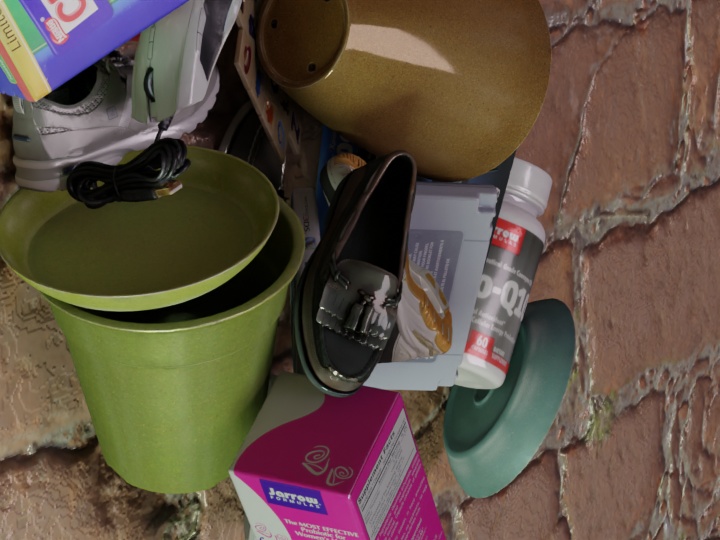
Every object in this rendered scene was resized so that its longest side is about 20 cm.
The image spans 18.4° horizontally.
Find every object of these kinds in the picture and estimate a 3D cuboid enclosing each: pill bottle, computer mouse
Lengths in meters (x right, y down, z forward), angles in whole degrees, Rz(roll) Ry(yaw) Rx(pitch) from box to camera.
[{"bbox_3d":[0.103,-0.002,2.019,0.114,0.114,0.200,33,70,-54],"label":"pill bottle"},{"bbox_3d":[-0.139,-0.139,1.551,0.044,0.110,0.200,31,66,-35],"label":"computer mouse"}]

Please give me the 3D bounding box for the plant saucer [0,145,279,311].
[{"bbox_3d":[-0.156,-0.026,1.562,0.200,0.200,0.031,-43,140,-43],"label":"plant saucer"}]

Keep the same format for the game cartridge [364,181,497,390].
[{"bbox_3d":[0.031,0.012,1.839,0.133,0.040,0.200,0,125,-17],"label":"game cartridge"}]

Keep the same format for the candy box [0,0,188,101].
[{"bbox_3d":[-0.192,-0.237,1.482,0.200,0.077,0.169,-36,115,-20],"label":"candy box"}]

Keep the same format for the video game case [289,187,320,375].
[{"bbox_3d":[-0.041,0.065,1.765,0.200,0.022,0.182,92,-6,-56],"label":"video game case"}]

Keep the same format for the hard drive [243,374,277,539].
[{"bbox_3d":[-0.072,0.157,1.775,0.200,0.027,0.132,-149,-113,-86],"label":"hard drive"}]

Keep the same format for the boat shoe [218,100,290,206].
[{"bbox_3d":[-0.086,-0.036,1.782,0.072,0.060,0.202,17,84,-56],"label":"boat shoe"}]

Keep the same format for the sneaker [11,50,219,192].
[{"bbox_3d":[-0.175,-0.129,1.615,0.200,0.075,0.082,-38,129,-45],"label":"sneaker"}]

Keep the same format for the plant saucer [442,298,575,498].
[{"bbox_3d":[0.129,0.111,2.054,0.036,0.200,0.200,25,74,-19],"label":"plant saucer"}]

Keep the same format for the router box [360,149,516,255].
[{"bbox_3d":[0.072,-0.109,1.918,0.150,0.062,0.200,33,69,-55],"label":"router box"}]

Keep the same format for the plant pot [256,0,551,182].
[{"bbox_3d":[0.019,-0.173,1.736,0.200,0.186,0.187,8,91,-52],"label":"plant pot"}]

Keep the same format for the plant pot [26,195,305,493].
[{"bbox_3d":[-0.137,0.056,1.641,0.200,0.200,0.190,-44,144,-42],"label":"plant pot"}]

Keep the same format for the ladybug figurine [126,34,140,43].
[{"bbox_3d":[-0.163,-0.232,1.611,0.200,0.072,0.136,1,97,-56],"label":"ladybug figurine"}]

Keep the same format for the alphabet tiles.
[{"bbox_3d":[-0.071,-0.188,1.744,0.200,0.006,0.167,67,24,-55],"label":"alphabet tiles"}]

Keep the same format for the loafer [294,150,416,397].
[{"bbox_3d":[0.001,-0.004,1.616,0.072,0.063,0.200,25,52,-19],"label":"loafer"}]

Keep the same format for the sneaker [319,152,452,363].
[{"bbox_3d":[0.000,0.000,1.757,0.076,0.088,0.200,-80,149,-54],"label":"sneaker"}]

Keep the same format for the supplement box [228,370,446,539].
[{"bbox_3d":[-0.012,0.180,1.650,0.103,0.101,0.200,-62,149,-36],"label":"supplement box"}]

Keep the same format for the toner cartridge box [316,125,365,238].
[{"bbox_3d":[0.001,-0.045,1.924,0.095,0.043,0.200,2,96,-55],"label":"toner cartridge box"}]
